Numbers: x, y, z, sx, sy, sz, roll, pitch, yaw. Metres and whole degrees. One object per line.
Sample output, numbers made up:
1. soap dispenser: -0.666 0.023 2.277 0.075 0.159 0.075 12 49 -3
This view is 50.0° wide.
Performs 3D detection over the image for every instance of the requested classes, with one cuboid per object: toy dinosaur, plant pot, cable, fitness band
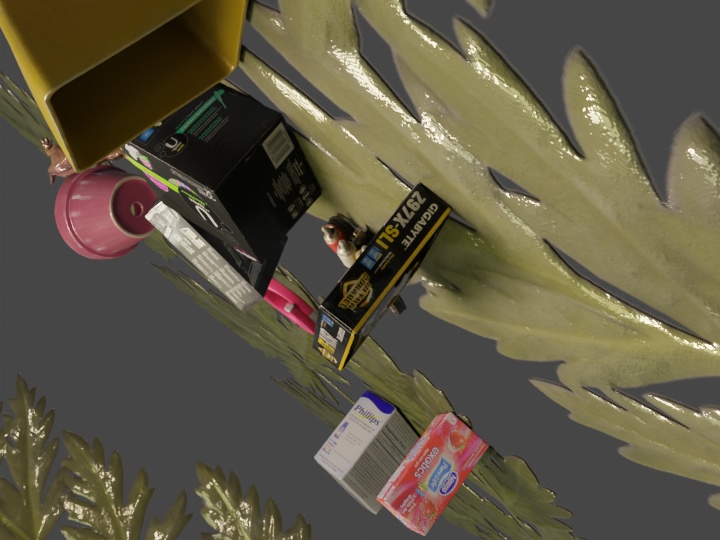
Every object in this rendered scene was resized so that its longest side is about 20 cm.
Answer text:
1. toy dinosaur: -0.537 -0.217 1.461 0.086 0.199 0.136 40 -160 -49
2. plant pot: -0.235 -0.239 0.693 0.177 0.199 0.200 51 164 0
3. cable: 0.000 0.000 1.007 0.097 0.050 0.201 32 160 31
4. fitness band: -0.149 0.062 1.502 0.143 0.038 0.200 26 166 37
5. plant pot: -0.513 -0.128 1.628 0.178 0.201 0.200 -3 137 44

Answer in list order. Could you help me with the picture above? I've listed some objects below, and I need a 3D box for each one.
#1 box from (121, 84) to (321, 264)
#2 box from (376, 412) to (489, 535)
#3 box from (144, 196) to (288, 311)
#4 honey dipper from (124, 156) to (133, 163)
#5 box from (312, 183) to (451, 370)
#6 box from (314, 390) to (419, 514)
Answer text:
1. box: -0.174 -0.130 0.934 0.199 0.125 0.149 29 160 32
2. box: 0.129 0.367 1.405 0.094 0.200 0.103 40 163 1
3. box: -0.204 -0.063 1.134 0.050 0.158 0.200 -30 115 28
4. honey dipper: -0.430 -0.207 1.473 0.199 0.038 0.038 33 163 30
5. box: 0.016 0.015 0.818 0.049 0.160 0.200 38 163 6
6. box: 0.025 0.414 1.763 0.104 0.200 0.184 25 158 45
